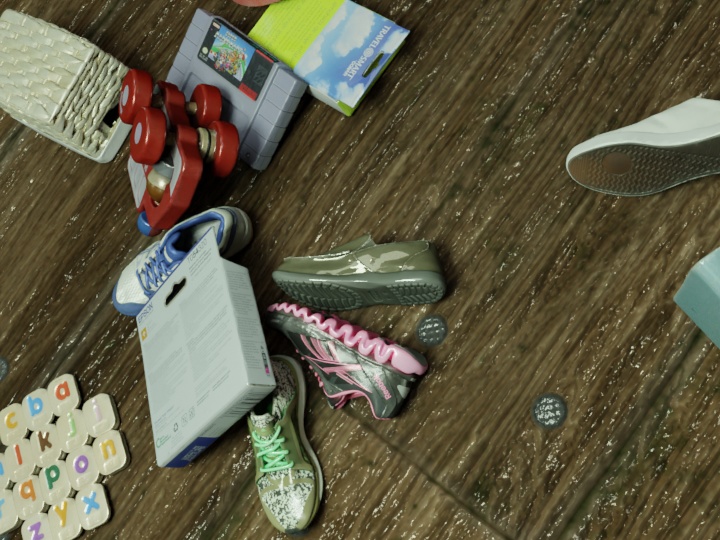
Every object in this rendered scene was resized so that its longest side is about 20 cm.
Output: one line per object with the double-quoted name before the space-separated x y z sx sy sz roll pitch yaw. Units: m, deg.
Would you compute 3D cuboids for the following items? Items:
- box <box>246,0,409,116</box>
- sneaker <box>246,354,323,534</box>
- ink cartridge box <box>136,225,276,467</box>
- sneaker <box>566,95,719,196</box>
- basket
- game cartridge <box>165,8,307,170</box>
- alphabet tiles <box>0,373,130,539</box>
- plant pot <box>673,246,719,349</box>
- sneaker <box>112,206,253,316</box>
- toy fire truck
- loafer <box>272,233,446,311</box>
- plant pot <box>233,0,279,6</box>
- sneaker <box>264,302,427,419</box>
"box" -0.041 -0.279 1.081 0.200 0.048 0.122 34 87 28
"sneaker" -0.096 0.179 0.927 0.077 0.089 0.200 -18 68 14
"ink cartridge box" -0.178 0.087 0.963 0.196 0.043 0.200 -42 50 37
"sneaker" 0.317 -0.132 0.900 0.200 0.073 0.085 -6 40 25
"basket" -0.408 -0.252 1.170 0.200 0.123 0.136 26 84 25
"game cartridge" -0.164 -0.233 1.098 0.200 0.038 0.130 40 116 27
"alphabet tiles" -0.373 0.235 1.055 0.200 0.015 0.196 -30 65 9
"plant pot" 0.416 0.035 0.733 0.196 0.196 0.200 -36 74 6
"sneaker" -0.227 -0.017 1.037 0.200 0.088 0.075 -36 80 8
"toy fire truck" -0.235 -0.133 1.047 0.168 0.112 0.200 -62 37 33
"loafer" 0.000 0.000 0.968 0.200 0.075 0.070 0 61 16
"plant pot" -0.132 -0.463 1.079 0.200 0.177 0.200 -17 50 20
"sneaker" -0.030 0.099 0.945 0.200 0.079 0.095 22 93 27
